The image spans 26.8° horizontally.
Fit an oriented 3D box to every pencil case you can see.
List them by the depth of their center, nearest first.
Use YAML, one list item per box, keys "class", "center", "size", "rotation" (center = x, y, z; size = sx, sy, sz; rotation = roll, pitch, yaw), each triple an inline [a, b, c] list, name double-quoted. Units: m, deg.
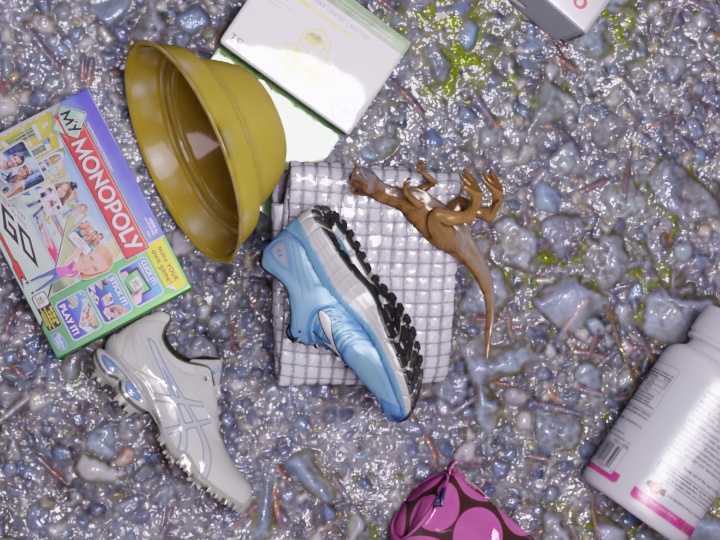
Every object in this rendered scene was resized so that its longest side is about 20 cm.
- class: "pencil case"
  center: [0.127, 0.269, 1.394]
  size: [0.200, 0.091, 0.094]
  rotation: [41, 74, -10]

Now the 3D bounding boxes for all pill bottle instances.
- class: "pill bottle"
  center: [0.304, 0.140, 1.394]
  size: [0.113, 0.113, 0.201]
  rotation: [35, 89, -8]

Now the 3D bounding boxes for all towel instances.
- class: "towel"
  center: [0.000, 0.000, 1.357]
  size: [0.164, 0.086, 0.202]
  rotation: [0, 100, -6]

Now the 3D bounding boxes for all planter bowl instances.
- class: "planter bowl"
  center: [-0.120, -0.115, 1.292]
  size: [0.083, 0.200, 0.202]
  rotation: [-26, 96, -24]

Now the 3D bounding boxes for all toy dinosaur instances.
- class: "toy dinosaur"
  center: [0.079, -0.034, 1.296]
  size: [0.200, 0.060, 0.106]
  rotation: [44, 120, -8]

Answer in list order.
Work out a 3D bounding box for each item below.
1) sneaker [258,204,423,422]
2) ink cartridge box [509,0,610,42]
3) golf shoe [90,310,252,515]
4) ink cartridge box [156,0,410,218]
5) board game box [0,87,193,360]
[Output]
- class: "sneaker"
  center: [-0.016, 0.045, 1.295]
  size: [0.090, 0.078, 0.201]
  rotation: [-28, 99, 20]
- class: "ink cartridge box"
  center: [0.199, -0.330, 1.368]
  size: [0.144, 0.085, 0.201]
  rotation: [37, 89, -8]
- class: "golf shoe"
  center: [-0.148, 0.126, 1.354]
  size: [0.097, 0.078, 0.200]
  rotation: [-41, 99, -10]
- class: "ink cartridge box"
  center: [-0.070, -0.163, 1.361]
  size: [0.145, 0.048, 0.201]
  rotation: [35, 86, -9]
- class: "board game box"
  center: [-0.253, -0.041, 1.337]
  size: [0.134, 0.029, 0.201]
  rotation: [-28, 88, -5]
